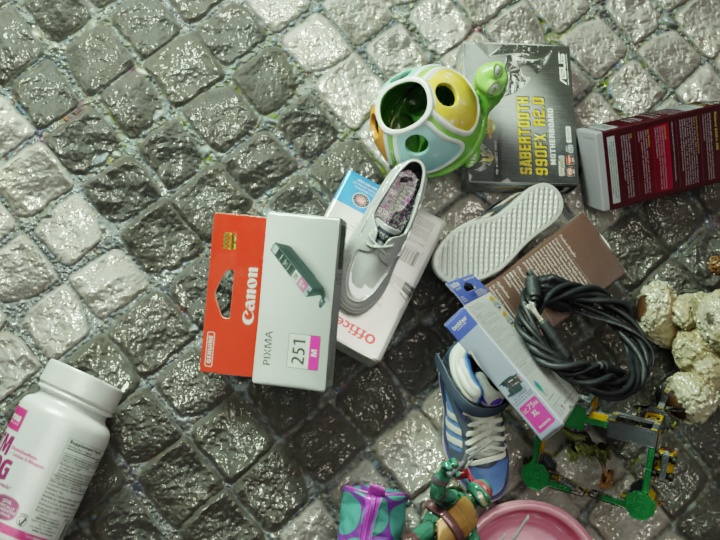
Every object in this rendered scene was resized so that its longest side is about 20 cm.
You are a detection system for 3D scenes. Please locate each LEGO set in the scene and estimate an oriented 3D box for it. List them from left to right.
[{"bbox_3d":[0.303,0.214,1.147,0.197,0.115,0.157,3,102,28],"label":"LEGO set"}]

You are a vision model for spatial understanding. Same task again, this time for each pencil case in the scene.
[{"bbox_3d":[0.002,0.359,1.086,0.084,0.093,0.203,8,75,8],"label":"pencil case"}]

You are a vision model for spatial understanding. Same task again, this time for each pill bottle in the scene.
[{"bbox_3d":[-0.360,0.214,1.054,0.112,0.113,0.203,24,76,-2],"label":"pill bottle"}]

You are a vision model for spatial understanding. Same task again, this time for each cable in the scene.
[{"bbox_3d":[0.277,0.081,1.095,0.198,0.051,0.164,27,37,-13],"label":"cable"}]

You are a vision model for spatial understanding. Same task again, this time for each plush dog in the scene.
[{"bbox_3d":[0.467,0.080,1.158,0.158,0.172,0.203,5,55,-20],"label":"plush dog"}]

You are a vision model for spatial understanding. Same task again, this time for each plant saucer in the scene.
[{"bbox_3d":[0.202,0.388,1.130,0.197,0.051,0.204,1,78,-7],"label":"plant saucer"}]

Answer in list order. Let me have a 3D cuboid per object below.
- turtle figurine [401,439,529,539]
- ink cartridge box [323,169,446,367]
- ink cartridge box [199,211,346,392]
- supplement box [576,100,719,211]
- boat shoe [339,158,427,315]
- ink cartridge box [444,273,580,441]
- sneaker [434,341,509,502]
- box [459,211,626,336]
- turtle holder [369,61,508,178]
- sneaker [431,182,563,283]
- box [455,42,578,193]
[{"bbox_3d":[0.111,0.303,1.071,0.200,0.101,0.150,-41,93,-22],"label":"turtle figurine"},{"bbox_3d":[0.000,0.000,1.163,0.144,0.084,0.202,28,77,-1],"label":"ink cartridge box"},{"bbox_3d":[-0.110,0.032,1.083,0.170,0.044,0.204,5,89,12],"label":"ink cartridge box"},{"bbox_3d":[0.401,-0.159,1.246,0.197,0.061,0.111,-13,106,-10],"label":"supplement box"},{"bbox_3d":[0.029,-0.043,1.095,0.071,0.069,0.202,31,79,1],"label":"boat shoe"},{"bbox_3d":[0.168,0.094,1.058,0.042,0.119,0.201,-42,80,21],"label":"ink cartridge box"},{"bbox_3d":[0.148,0.182,1.114,0.079,0.147,0.204,-10,78,-10],"label":"sneaker"},{"bbox_3d":[0.238,0.023,1.199,0.199,0.075,0.101,-34,85,-11],"label":"box"},{"bbox_3d":[0.097,-0.193,1.162,0.183,0.131,0.144,9,87,27],"label":"turtle holder"},{"bbox_3d":[0.173,-0.040,1.197,0.198,0.079,0.079,-30,89,-14],"label":"sneaker"},{"bbox_3d":[0.213,-0.209,1.254,0.155,0.048,0.204,1,78,-8],"label":"box"}]
